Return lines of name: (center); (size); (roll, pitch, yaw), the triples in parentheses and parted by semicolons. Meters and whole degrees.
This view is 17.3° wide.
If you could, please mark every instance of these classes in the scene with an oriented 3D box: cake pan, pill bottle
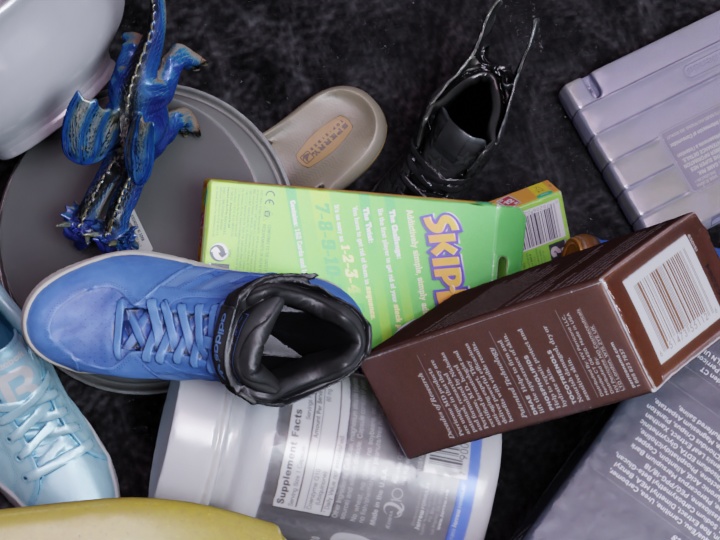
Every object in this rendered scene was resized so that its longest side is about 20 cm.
cake pan: (-0.140, -0.023, 1.492); (0.200, 0.037, 0.201); (-1, 83, 11)
pill bottle: (-0.023, 0.116, 1.449); (0.199, 0.114, 0.114); (12, 73, -8)

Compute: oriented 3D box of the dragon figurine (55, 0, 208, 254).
dragon figurine: (-0.139, -0.089, 1.410); (0.059, 0.200, 0.100); (21, 50, 10)

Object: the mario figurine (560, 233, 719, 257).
mario figurine: (0.226, 0.026, 1.510); (0.199, 0.106, 0.124); (2, 43, -28)

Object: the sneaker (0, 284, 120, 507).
sneaker: (-0.217, 0.078, 1.462); (0.074, 0.082, 0.200); (-35, 83, -13)

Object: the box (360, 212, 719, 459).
box: (0.105, 0.040, 1.343); (0.100, 0.200, 0.075); (-32, 100, -43)

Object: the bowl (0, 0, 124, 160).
bowl: (-0.218, -0.133, 1.485); (0.201, 0.201, 0.090); (-43, 108, -15)

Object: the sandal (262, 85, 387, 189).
sandal: (-0.058, -0.049, 1.531); (0.080, 0.054, 0.200); (42, 74, 6)

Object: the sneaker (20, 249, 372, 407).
sneaker: (-0.091, 0.032, 1.355); (0.199, 0.111, 0.077); (5, 94, -12)

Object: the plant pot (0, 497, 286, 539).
plant pot: (-0.129, 0.231, 1.366); (0.199, 0.196, 0.195); (-11, 76, -7)

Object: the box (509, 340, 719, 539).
box: (0.173, 0.146, 1.425); (0.117, 0.197, 0.200); (35, 74, 5)

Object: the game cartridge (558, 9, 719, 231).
game cartridge: (0.249, -0.107, 1.592); (0.200, 0.038, 0.130); (-26, 82, -13)

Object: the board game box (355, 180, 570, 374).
board game box: (0.043, 0.020, 1.509); (0.199, 0.030, 0.096); (-21, 118, -14)

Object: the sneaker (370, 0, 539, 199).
sneaker: (0.050, -0.073, 1.523); (0.060, 0.104, 0.200); (30, 73, 3)

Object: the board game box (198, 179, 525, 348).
board game box: (0.000, 0.000, 1.449); (0.199, 0.030, 0.096); (5, 94, -11)
